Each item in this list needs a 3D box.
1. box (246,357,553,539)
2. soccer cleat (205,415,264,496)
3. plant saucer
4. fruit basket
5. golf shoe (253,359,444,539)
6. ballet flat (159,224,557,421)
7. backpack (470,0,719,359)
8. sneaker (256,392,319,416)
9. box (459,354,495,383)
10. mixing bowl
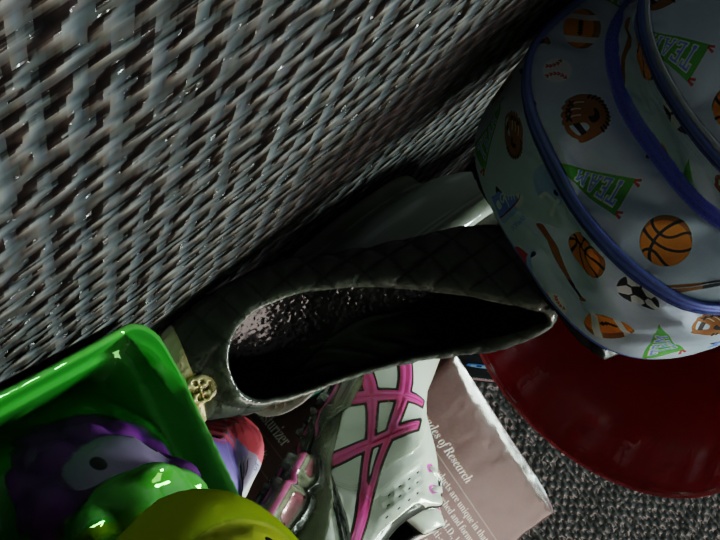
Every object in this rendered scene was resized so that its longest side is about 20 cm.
[{"bbox_3d":[-0.008,0.143,1.088,0.200,0.164,0.166,-38,-150,-6],"label":"box"},{"bbox_3d":[-0.083,0.100,0.814,0.077,0.067,0.200,-60,177,-12],"label":"soccer cleat"},{"bbox_3d":[0.000,0.000,0.830,0.200,0.050,0.200,-39,175,-4],"label":"plant saucer"},{"bbox_3d":[-0.092,0.112,0.537,0.215,0.156,0.216,-26,-176,2],"label":"fruit basket"},{"bbox_3d":[0.007,0.103,0.805,0.200,0.092,0.073,-58,179,-39],"label":"golf shoe"},{"bbox_3d":[-0.007,0.026,0.699,0.199,0.067,0.057,-18,-147,-2],"label":"ballet flat"},{"bbox_3d":[0.154,-0.057,0.676,0.190,0.200,0.154,-33,165,-18],"label":"backpack"},{"bbox_3d":[0.005,0.021,0.992,0.200,0.071,0.080,-33,180,18],"label":"sneaker"},{"bbox_3d":[0.157,0.054,1.099,0.159,0.199,0.046,68,30,-74],"label":"box"},{"bbox_3d":[0.172,0.024,0.899,0.108,0.200,0.200,-41,177,-34],"label":"mixing bowl"}]
